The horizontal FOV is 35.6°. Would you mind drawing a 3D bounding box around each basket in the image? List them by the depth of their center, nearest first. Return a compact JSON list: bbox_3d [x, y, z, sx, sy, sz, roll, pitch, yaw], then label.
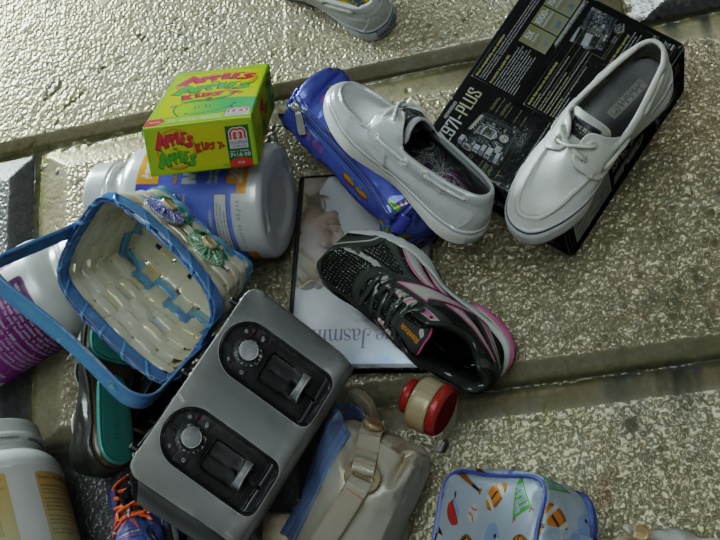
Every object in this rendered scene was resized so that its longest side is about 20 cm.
[{"bbox_3d":[-0.202,0.017,0.980,0.176,0.200,0.140,40,128,4],"label":"basket"}]

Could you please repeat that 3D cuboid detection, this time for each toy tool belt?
[{"bbox_3d":[-0.008,0.169,0.976,0.121,0.125,0.203,25,93,23],"label":"toy tool belt"}]

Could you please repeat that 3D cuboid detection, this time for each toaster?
[{"bbox_3d":[-0.109,0.138,0.948,0.118,0.200,0.182,34,68,1],"label":"toaster"}]

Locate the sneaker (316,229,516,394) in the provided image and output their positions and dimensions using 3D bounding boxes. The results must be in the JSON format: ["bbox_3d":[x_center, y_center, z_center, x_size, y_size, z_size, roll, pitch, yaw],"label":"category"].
[{"bbox_3d":[0.048,0.037,0.986,0.198,0.086,0.081,30,111,5],"label":"sneaker"}]

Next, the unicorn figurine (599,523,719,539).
[{"bbox_3d":[0.289,0.240,0.872,0.198,0.137,0.075,28,91,38],"label":"unicorn figurine"}]

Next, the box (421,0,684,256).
[{"bbox_3d":[0.181,-0.146,1.045,0.163,0.086,0.202,32,84,23],"label":"box"}]

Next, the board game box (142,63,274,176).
[{"bbox_3d":[-0.142,-0.150,1.090,0.099,0.201,0.048,-6,113,3],"label":"board game box"}]

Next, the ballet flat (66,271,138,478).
[{"bbox_3d":[-0.245,0.097,1.053,0.068,0.068,0.203,-23,52,36],"label":"ballet flat"}]

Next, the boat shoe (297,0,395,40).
[{"bbox_3d":[-0.054,-0.316,1.177,0.201,0.086,0.075,39,86,24],"label":"boat shoe"}]

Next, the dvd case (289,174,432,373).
[{"bbox_3d":[0.000,0.000,1.090,0.140,0.018,0.204,-2,72,16],"label":"dvd case"}]

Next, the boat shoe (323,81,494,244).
[{"bbox_3d":[0.042,-0.110,0.986,0.071,0.069,0.201,-23,61,-31],"label":"boat shoe"}]

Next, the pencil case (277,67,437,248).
[{"bbox_3d":[0.002,-0.108,1.069,0.201,0.086,0.078,51,125,24],"label":"pencil case"}]

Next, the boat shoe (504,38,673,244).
[{"bbox_3d":[0.193,-0.111,0.947,0.200,0.066,0.072,-45,66,-1],"label":"boat shoe"}]

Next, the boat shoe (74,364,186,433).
[{"bbox_3d":[-0.204,0.121,1.090,0.198,0.062,0.076,25,82,24],"label":"boat shoe"}]

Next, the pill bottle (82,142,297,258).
[{"bbox_3d":[-0.171,-0.069,1.116,0.196,0.112,0.114,0,72,17],"label":"pill bottle"}]

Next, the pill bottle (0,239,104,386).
[{"bbox_3d":[-0.343,0.040,1.133,0.198,0.112,0.113,-30,66,6],"label":"pill bottle"}]

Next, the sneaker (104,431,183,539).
[{"bbox_3d":[-0.199,0.240,1.039,0.074,0.078,0.203,-25,67,7],"label":"sneaker"}]

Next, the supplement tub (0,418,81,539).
[{"bbox_3d":[-0.333,0.255,1.039,0.143,0.144,0.203,-26,66,7],"label":"supplement tub"}]

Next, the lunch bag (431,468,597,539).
[{"bbox_3d":[0.112,0.258,0.911,0.159,0.075,0.204,-13,59,57],"label":"lunch bag"}]
